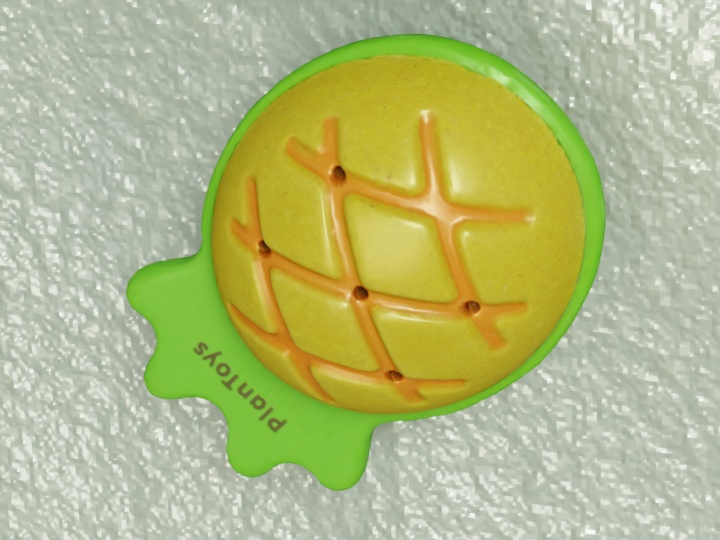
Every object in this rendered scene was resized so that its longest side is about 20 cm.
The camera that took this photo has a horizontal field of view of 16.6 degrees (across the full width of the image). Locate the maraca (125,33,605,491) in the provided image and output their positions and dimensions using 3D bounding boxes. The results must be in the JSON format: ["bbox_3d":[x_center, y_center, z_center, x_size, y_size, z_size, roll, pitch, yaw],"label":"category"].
[{"bbox_3d":[0.000,0.000,0.888,0.137,0.107,0.200,45,120,-3],"label":"maraca"}]
